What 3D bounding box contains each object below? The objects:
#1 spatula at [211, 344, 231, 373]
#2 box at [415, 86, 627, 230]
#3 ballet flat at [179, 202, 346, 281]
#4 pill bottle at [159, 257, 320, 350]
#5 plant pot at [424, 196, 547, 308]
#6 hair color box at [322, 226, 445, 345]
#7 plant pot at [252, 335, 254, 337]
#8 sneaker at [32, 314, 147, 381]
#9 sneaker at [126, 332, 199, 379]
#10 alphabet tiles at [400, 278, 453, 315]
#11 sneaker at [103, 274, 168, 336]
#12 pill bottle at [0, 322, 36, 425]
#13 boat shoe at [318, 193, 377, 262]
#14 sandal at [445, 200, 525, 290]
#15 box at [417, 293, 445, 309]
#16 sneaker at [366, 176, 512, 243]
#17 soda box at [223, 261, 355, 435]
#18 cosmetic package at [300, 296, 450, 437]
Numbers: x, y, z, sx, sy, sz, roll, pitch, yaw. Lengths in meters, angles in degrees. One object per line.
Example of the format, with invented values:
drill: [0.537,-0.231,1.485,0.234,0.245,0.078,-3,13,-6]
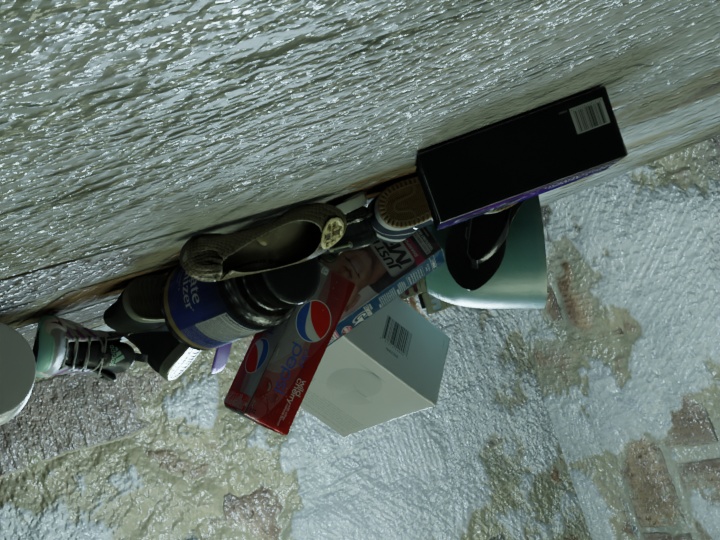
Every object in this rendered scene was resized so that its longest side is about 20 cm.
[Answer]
spatula: [-0.148,0.044,1.496,0.201,0.020,0.056,-60,168,8]
box: [0.161,-0.112,1.176,0.198,0.080,0.141,-20,-179,2]
ballet flat: [-0.093,-0.025,1.178,0.198,0.068,0.046,-13,-149,-33]
pill bottle: [-0.138,0.020,1.307,0.111,0.113,0.199,-17,177,-43]
plant pot: [0.160,-0.042,1.542,0.159,0.204,0.201,-6,179,3]
hair color box: [0.000,0.000,1.443,0.199,0.100,0.061,-36,162,-2]
plant pot: [-0.041,0.071,1.794,0.198,0.178,0.200,-20,-159,28]
sneaker: [-0.339,0.102,1.433,0.138,0.079,0.200,13,-178,-9]
sneaker: [-0.229,0.038,1.518,0.200,0.106,0.075,-48,168,-14]
alphabet tiles: [0.133,-0.034,1.678,0.198,0.169,0.008,-18,-176,-24]
sneaker: [-0.222,0.044,1.439,0.198,0.076,0.106,6,164,-31]
pill bottle: [-0.410,0.114,1.198,0.113,0.115,0.200,-18,177,-29]
boat shoe: [-0.045,-0.038,1.362,0.075,0.061,0.200,-24,-178,-25]
sandal: [0.160,-0.064,1.410,0.043,0.075,0.202,-54,168,-65]
box: [0.111,-0.027,1.775,0.045,0.161,0.200,-17,179,14]
sneaker: [0.097,-0.084,1.364,0.198,0.071,0.108,-14,174,-19]
soda box: [-0.085,0.088,1.349,0.070,0.202,0.063,31,169,-32]
cosmetic package: [-0.016,0.117,1.602,0.199,0.199,0.124,-26,-144,41]
